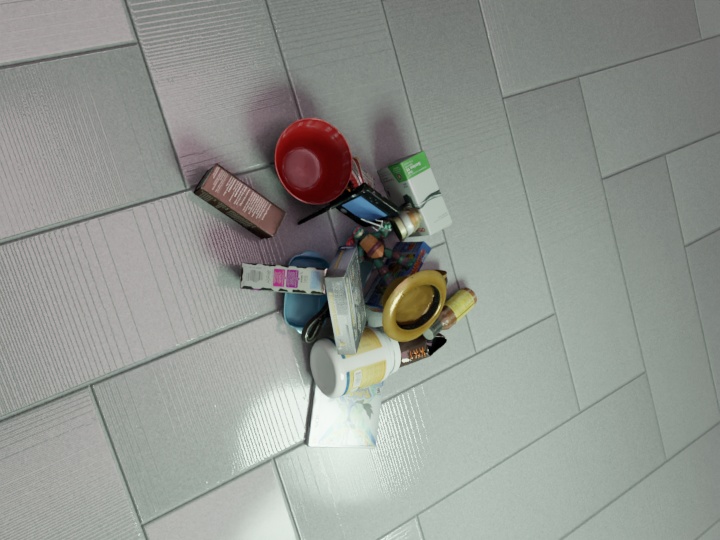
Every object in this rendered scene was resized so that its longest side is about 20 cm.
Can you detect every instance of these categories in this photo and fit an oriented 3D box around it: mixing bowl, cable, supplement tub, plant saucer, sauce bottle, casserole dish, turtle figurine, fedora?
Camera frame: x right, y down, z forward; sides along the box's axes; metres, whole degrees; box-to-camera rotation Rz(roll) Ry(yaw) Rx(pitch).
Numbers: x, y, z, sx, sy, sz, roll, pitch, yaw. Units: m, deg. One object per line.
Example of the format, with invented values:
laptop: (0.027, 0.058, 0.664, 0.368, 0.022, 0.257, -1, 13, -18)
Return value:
mixing bowl: (-0.129, -0.257, 1.471, 0.195, 0.108, 0.206, 1, 88, -24)
cable: (-0.072, 0.100, 1.473, 0.200, 0.049, 0.099, -41, 141, -51)
supplement tub: (-0.012, 0.222, 1.502, 0.196, 0.143, 0.149, -12, 95, -33)
plant saucer: (0.000, 0.000, 1.586, 0.069, 0.019, 0.203, 32, 76, -23)
sauce bottle: (0.243, 0.119, 1.660, 0.198, 0.065, 0.067, -33, 104, -36)
casserole dish: (-0.137, 0.054, 1.507, 0.118, 0.039, 0.206, 6, 87, -26)
turtle figurine: (0.034, -0.055, 1.487, 0.199, 0.101, 0.151, 41, 101, 6)
fedora: (0.115, 0.071, 1.440, 0.197, 0.082, 0.205, -21, 128, -29)

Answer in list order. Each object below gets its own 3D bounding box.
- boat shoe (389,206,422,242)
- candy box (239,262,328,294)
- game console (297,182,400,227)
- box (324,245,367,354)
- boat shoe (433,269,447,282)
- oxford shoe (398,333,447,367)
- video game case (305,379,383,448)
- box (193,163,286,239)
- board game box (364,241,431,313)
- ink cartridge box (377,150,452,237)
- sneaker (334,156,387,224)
boat shoe: (0.116, -0.119, 1.526, 0.067, 0.200, 0.076, -29, 97, 0)
candy box: (-0.170, 0.021, 1.399, 0.194, 0.136, 0.063, 3, 88, 0)
game console: (-0.030, -0.129, 1.465, 0.174, 0.199, 0.118, 32, 72, -20)
box: (-0.031, 0.067, 1.405, 0.047, 0.159, 0.204, -2, 117, 13)
boat shoe: (0.180, 0.050, 1.611, 0.198, 0.069, 0.072, -15, 114, -54)
oxford shoe: (0.144, 0.213, 1.625, 0.197, 0.072, 0.073, -25, 101, -24)
video game case: (-0.038, 0.364, 1.563, 0.196, 0.022, 0.187, 9, 86, -26)
box: (-0.279, -0.157, 1.403, 0.199, 0.100, 0.076, 37, 75, -22)
board game box: (0.091, 0.016, 1.565, 0.034, 0.135, 0.202, 37, 75, -23)
ink cartridge box: (0.142, -0.194, 1.585, 0.082, 0.146, 0.204, -28, 101, -21)
sneaker: (0.017, -0.205, 1.563, 0.082, 0.077, 0.202, -46, 113, -29)
